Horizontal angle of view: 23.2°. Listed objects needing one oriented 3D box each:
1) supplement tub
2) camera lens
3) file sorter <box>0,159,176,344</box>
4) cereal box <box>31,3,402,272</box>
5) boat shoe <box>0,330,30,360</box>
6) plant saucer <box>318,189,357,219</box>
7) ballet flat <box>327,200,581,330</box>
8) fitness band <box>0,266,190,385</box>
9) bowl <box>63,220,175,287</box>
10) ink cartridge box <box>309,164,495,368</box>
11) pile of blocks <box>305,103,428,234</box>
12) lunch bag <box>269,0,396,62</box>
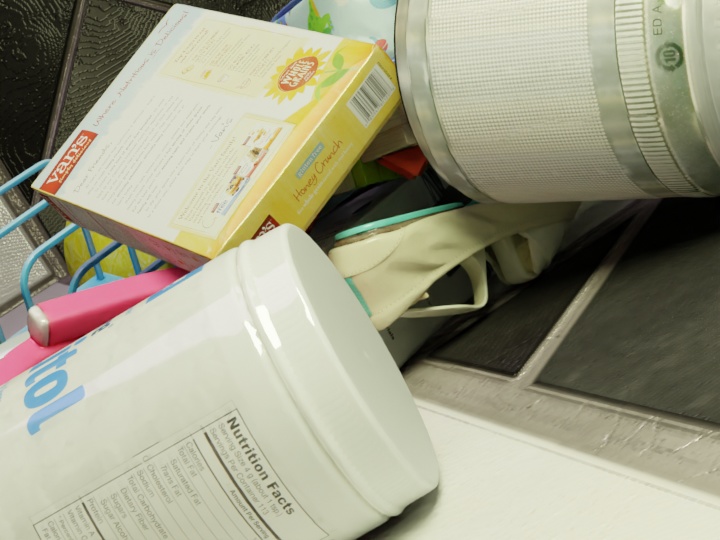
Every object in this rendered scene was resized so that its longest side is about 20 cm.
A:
[{"bbox_3d":[-0.083,0.083,0.736,0.200,0.132,0.132,-31,9,7],"label":"supplement tub"},{"bbox_3d":[0.129,-0.115,0.883,0.200,0.160,0.160,-1,26,35],"label":"camera lens"},{"bbox_3d":[-0.166,0.016,1.163,0.200,0.123,0.139,14,41,38],"label":"file sorter"},{"bbox_3d":[-0.081,-0.072,0.961,0.200,0.040,0.144,21,70,50],"label":"cereal box"},{"bbox_3d":[-0.241,0.088,1.010,0.200,0.071,0.091,-38,33,-18],"label":"boat shoe"},{"bbox_3d":[-0.050,-0.069,1.132,0.070,0.019,0.200,-39,24,-15],"label":"plant saucer"},{"bbox_3d":[0.066,-0.014,0.976,0.200,0.070,0.069,-21,1,-36],"label":"ballet flat"},{"bbox_3d":[-0.091,0.056,0.885,0.200,0.038,0.144,-16,42,-28],"label":"fitness band"},{"bbox_3d":[-0.113,-0.010,1.329,0.200,0.200,0.108,-32,46,-4],"label":"bowl"},{"bbox_3d":[0.000,0.000,1.066,0.146,0.083,0.200,-23,12,40],"label":"ink cartridge box"},{"bbox_3d":[-0.021,-0.054,1.004,0.200,0.062,0.082,-17,-1,30],"label":"pile of blocks"},{"bbox_3d":[0.052,-0.153,1.060,0.200,0.083,0.161,-20,3,-20],"label":"lunch bag"}]
